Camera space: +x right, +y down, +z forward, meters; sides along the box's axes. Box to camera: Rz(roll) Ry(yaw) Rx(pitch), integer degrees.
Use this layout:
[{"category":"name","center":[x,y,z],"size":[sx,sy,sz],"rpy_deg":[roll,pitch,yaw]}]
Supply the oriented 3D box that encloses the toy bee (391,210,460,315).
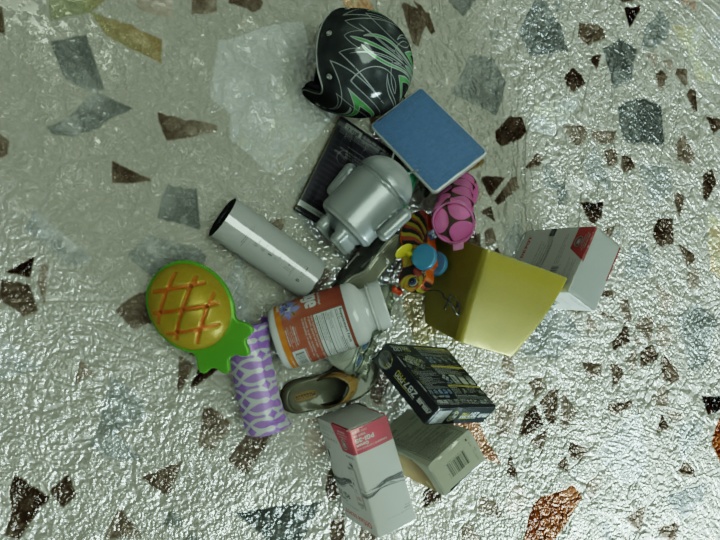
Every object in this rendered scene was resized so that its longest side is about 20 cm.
[{"category":"toy bee","center":[0.099,-0.005,1.403],"size":[0.131,0.108,0.201],"rpy_deg":[47,30,-41]}]

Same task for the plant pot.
[{"category":"plant pot","center":[0.232,0.050,1.469],"size":[0.199,0.200,0.177],"rpy_deg":[18,94,-26]}]

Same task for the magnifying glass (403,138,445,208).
[{"category":"magnifying glass","center":[0.089,-0.172,1.442],"size":[0.200,0.022,0.080],"rpy_deg":[-44,93,-4]}]

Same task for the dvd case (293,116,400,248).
[{"category":"dvd case","center":[-0.021,-0.164,1.442],"size":[0.148,0.016,0.201],"rpy_deg":[31,76,-23]}]

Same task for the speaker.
[{"category":"speaker","center":[-0.161,-0.038,1.335],"size":[0.200,0.081,0.081],"rpy_deg":[35,74,-21]}]

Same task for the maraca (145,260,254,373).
[{"category":"maraca","center":[-0.263,0.076,1.259],"size":[0.137,0.107,0.200],"rpy_deg":[-40,91,7]}]

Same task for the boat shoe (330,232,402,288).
[{"category":"boat shoe","center":[0.000,0.000,1.434],"size":[0.200,0.057,0.067],"rpy_deg":[-46,135,-16]}]

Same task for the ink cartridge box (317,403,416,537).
[{"category":"ink cartridge box","center":[0.010,0.351,1.370],"size":[0.082,0.146,0.201],"rpy_deg":[-18,96,-24]}]

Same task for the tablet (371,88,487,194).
[{"category":"tablet","center":[0.125,-0.244,1.436],"size":[0.130,0.014,0.200],"rpy_deg":[-37,66,-6]}]

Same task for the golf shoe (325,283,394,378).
[{"category":"golf shoe","center":[0.001,0.096,1.415],"size":[0.097,0.078,0.200],"rpy_deg":[19,55,12]}]

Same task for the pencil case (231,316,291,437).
[{"category":"pencil case","center":[-0.173,0.186,1.321],"size":[0.085,0.084,0.201],"rpy_deg":[-14,94,-38]}]

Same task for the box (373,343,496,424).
[{"category":"box","center":[0.137,0.204,1.397],"size":[0.200,0.161,0.049],"rpy_deg":[10,124,-51]}]

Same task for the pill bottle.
[{"category":"pill bottle","center":[-0.051,0.088,1.330],"size":[0.199,0.112,0.113],"rpy_deg":[-19,97,0]}]

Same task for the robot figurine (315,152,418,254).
[{"category":"robot figurine","center":[0.012,-0.124,1.372],"size":[0.200,0.113,0.170],"rpy_deg":[-46,66,-2]}]

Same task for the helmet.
[{"category":"helmet","center":[-0.003,-0.364,1.359],"size":[0.199,0.190,0.201],"rpy_deg":[1,88,-27]}]

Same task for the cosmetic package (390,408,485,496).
[{"category":"cosmetic package","center":[0.119,0.324,1.394],"size":[0.105,0.200,0.071],"rpy_deg":[-36,107,-21]}]

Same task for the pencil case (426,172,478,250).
[{"category":"pencil case","center":[0.177,-0.116,1.432],"size":[0.090,0.200,0.094],"rpy_deg":[-16,111,19]}]

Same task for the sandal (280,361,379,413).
[{"category":"sandal","center":[-0.048,0.208,1.397],"size":[0.199,0.055,0.082],"rpy_deg":[-12,94,-26]}]

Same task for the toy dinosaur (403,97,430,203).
[{"category":"toy dinosaur","center":[0.123,-0.241,1.482],"size":[0.102,0.077,0.201],"rpy_deg":[-29,104,-31]}]

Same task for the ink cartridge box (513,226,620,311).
[{"category":"ink cartridge box","center":[0.396,-0.003,1.540],"size":[0.083,0.200,0.147],"rpy_deg":[33,75,-25]}]
